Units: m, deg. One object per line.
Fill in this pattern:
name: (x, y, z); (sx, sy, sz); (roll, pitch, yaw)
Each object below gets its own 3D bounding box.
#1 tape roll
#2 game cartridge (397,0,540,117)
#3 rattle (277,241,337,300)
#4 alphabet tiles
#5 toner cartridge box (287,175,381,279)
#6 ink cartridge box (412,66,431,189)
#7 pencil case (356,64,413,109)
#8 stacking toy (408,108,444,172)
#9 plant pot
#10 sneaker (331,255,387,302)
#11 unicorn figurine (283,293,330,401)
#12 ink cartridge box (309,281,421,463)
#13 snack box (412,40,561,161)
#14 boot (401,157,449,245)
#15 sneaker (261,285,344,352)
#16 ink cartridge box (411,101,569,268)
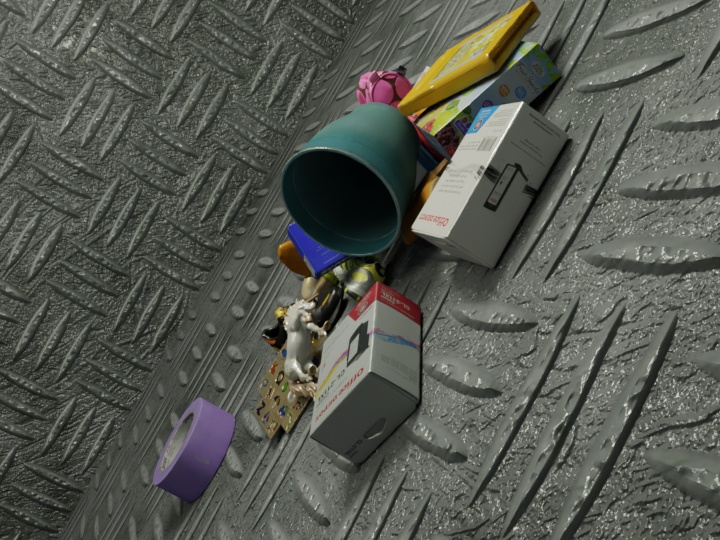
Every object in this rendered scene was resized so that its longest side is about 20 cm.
tape roll: (-0.348, 0.375, 1.891); (0.200, 0.084, 0.201); (-51, 18, 24)
game cartridge: (0.165, -0.325, 1.393); (0.199, 0.033, 0.177); (-18, 28, 47)
rattle: (-0.120, -0.018, 1.824); (0.200, 0.141, 0.132); (-117, 41, -65)
alphabet tiles: (-0.120, 0.190, 1.586); (0.201, 0.006, 0.166); (-58, 32, 5)
toner cartridge box: (-0.015, -0.078, 1.512); (0.199, 0.096, 0.043); (-31, -10, -13)
ink cartridge box: (0.110, -0.262, 1.651); (0.201, 0.085, 0.148); (-57, 15, 11)
pencil case: (0.041, -0.327, 1.657); (0.091, 0.093, 0.200); (-57, 13, 3)
stacking toy: (0.157, -0.265, 1.518); (0.200, 0.110, 0.116); (-45, 18, 7)
plant pot: (0.004, -0.159, 1.415); (0.200, 0.200, 0.189); (-41, 13, 47)
sneaker: (0.000, 0.000, 1.555); (0.077, 0.075, 0.200); (-48, 26, 4)
unicorn figurine: (-0.096, 0.116, 1.530); (0.137, 0.073, 0.202); (-13, 59, 59)
ink cartridge box: (0.010, 0.136, 1.230); (0.146, 0.082, 0.201); (-49, 18, 29)
snack box: (0.184, -0.259, 1.365); (0.200, 0.068, 0.169); (-40, 18, 4)
boot: (0.108, -0.086, 1.385); (0.144, 0.070, 0.202); (-54, 11, 35)
sneaker: (-0.110, 0.088, 1.670); (0.200, 0.089, 0.070); (-48, 19, 36)
ink cartridge box: (0.168, -0.114, 1.201); (0.201, 0.084, 0.146); (-60, 16, -1)
